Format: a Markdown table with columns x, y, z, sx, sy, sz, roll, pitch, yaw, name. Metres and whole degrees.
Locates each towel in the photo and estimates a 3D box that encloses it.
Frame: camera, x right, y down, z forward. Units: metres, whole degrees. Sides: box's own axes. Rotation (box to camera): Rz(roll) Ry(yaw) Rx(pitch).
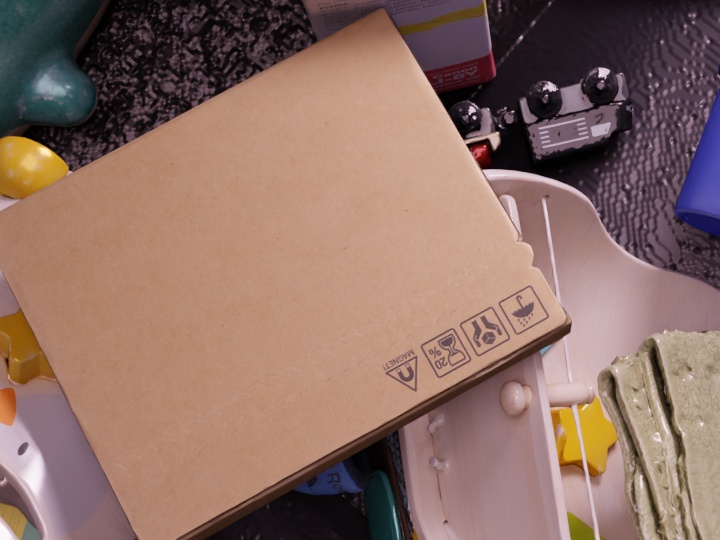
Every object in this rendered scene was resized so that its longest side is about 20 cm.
| x | y | z | sx | sy | sz | roll | pitch | yaw | name |
| --- | --- | --- | --- | --- | --- | --- | --- | --- | --- |
| 0.191 | 0.098 | 0.934 | 0.199 | 0.036 | 0.150 | -1 | 74 | -39 | towel |

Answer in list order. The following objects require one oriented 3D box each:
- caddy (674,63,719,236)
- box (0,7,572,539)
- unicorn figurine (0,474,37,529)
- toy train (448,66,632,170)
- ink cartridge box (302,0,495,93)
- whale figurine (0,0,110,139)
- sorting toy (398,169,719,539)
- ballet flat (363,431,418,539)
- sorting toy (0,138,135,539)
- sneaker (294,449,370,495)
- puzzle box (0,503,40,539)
| x | y | z | sx | sy | sz | roll | pitch | yaw | name |
| --- | --- | --- | --- | --- | --- | --- | --- | --- | --- |
| 0.234 | -0.043 | 0.937 | 0.141 | 0.200 | 0.106 | 26 | 87 | -31 | caddy |
| -0.037 | 0.002 | 0.884 | 0.199 | 0.021 | 0.164 | -28 | 74 | -5 | box |
| -0.145 | 0.147 | 0.982 | 0.199 | 0.074 | 0.138 | -32 | 98 | 4 | unicorn figurine |
| 0.037 | -0.056 | 1.039 | 0.198 | 0.034 | 0.046 | -14 | 91 | 3 | toy train |
| 0.008 | -0.173 | 0.977 | 0.083 | 0.200 | 0.146 | -11 | 79 | 4 | ink cartridge box |
| -0.178 | -0.143 | 1.040 | 0.199 | 0.104 | 0.160 | -31 | 77 | 1 | whale figurine |
| 0.114 | 0.071 | 0.958 | 0.179 | 0.107 | 0.202 | 3 | 70 | -30 | sorting toy |
| 0.028 | 0.087 | 0.998 | 0.074 | 0.074 | 0.202 | -14 | 81 | 3 | ballet flat |
| -0.147 | 0.054 | 0.930 | 0.199 | 0.107 | 0.181 | 28 | 49 | 3 | sorting toy |
| 0.000 | 0.000 | 0.938 | 0.078 | 0.066 | 0.202 | 13 | 87 | 26 | sneaker |
| -0.189 | 0.073 | 1.041 | 0.132 | 0.025 | 0.202 | 15 | 81 | 7 | puzzle box |
